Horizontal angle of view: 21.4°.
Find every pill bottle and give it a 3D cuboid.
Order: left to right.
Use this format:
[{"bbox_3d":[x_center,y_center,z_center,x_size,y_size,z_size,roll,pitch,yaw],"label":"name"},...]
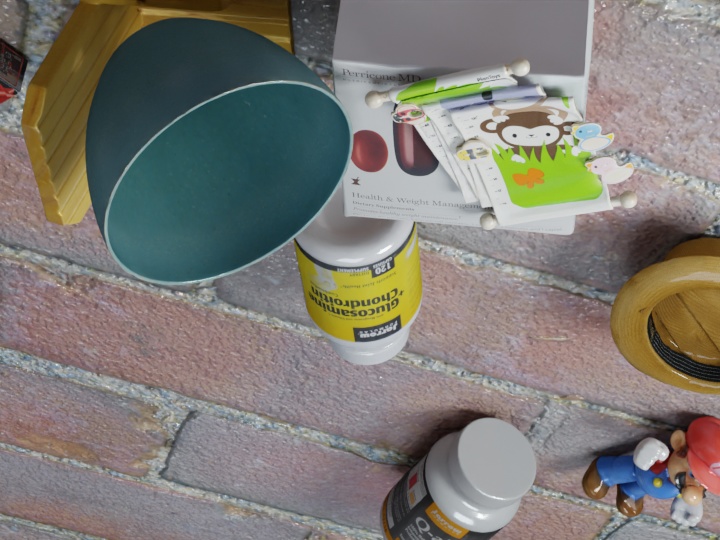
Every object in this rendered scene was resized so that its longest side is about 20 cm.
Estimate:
[{"bbox_3d":[0.000,0.000,1.742,0.111,0.113,0.201,3,146,8],"label":"pill bottle"},{"bbox_3d":[0.107,0.245,2.078,0.115,0.117,0.200,18,146,-14],"label":"pill bottle"}]

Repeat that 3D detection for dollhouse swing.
[{"bbox_3d":[-0.154,-0.137,1.517,0.180,0.177,0.201,5,145,5],"label":"dollhouse swing"}]

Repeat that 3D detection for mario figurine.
[{"bbox_3d":[0.321,0.224,2.005,0.123,0.107,0.200,-12,170,-37],"label":"mario figurine"}]

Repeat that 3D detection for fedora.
[{"bbox_3d":[0.324,0.032,1.747,0.198,0.082,0.202,8,142,6],"label":"fedora"}]

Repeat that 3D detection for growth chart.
[{"bbox_3d":[0.112,-0.091,1.401,0.144,0.018,0.200,-13,143,27],"label":"growth chart"}]

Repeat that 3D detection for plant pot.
[{"bbox_3d":[-0.123,-0.108,1.409,0.199,0.135,0.201,-23,147,-16],"label":"plant pot"}]

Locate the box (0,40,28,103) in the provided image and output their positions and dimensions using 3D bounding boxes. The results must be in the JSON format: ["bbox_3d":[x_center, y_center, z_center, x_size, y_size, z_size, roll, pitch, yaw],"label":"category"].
[{"bbox_3d":[-0.400,-0.191,1.610,0.136,0.040,0.199,-24,135,37],"label":"box"}]

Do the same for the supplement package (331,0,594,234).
[{"bbox_3d":[0.081,-0.148,1.473,0.189,0.148,0.201,4,147,6],"label":"supplement package"}]
